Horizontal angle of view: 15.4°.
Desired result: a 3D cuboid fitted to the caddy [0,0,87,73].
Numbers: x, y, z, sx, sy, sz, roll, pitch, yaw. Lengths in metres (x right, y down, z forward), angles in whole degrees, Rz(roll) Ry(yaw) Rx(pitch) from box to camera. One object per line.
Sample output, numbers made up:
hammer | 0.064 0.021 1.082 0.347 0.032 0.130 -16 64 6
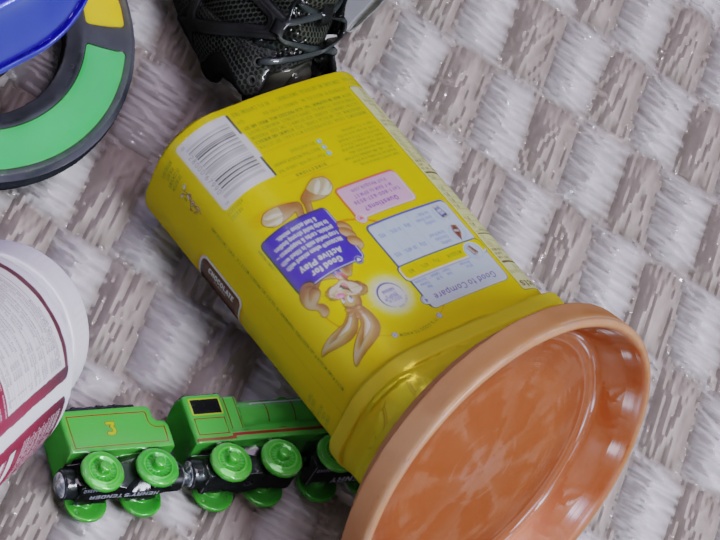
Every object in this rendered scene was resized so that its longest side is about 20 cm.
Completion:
caddy | -0.222 -0.155 1.303 0.199 0.105 0.142 -29 80 -13

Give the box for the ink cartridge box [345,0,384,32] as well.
ink cartridge box | 0.021 -0.269 1.519 0.145 0.145 0.200 42 52 -3

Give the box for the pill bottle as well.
pill bottle | -0.193 0.051 1.204 0.110 0.110 0.200 43 16 -1

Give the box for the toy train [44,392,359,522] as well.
toy train | -0.066 0.090 1.348 0.199 0.042 0.057 -3 55 -30

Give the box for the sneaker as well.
sneaker | -0.021 -0.152 1.409 0.076 0.199 0.115 -9 79 -50

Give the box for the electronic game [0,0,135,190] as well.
electronic game | -0.211 -0.133 1.385 0.199 0.042 0.201 13 59 -23

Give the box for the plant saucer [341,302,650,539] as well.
plant saucer | 0.064 0.100 1.325 0.200 0.201 0.032 -23 49 -35

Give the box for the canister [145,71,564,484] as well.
canister | 0.000 0.000 1.375 0.148 0.087 0.200 -21 61 -38
